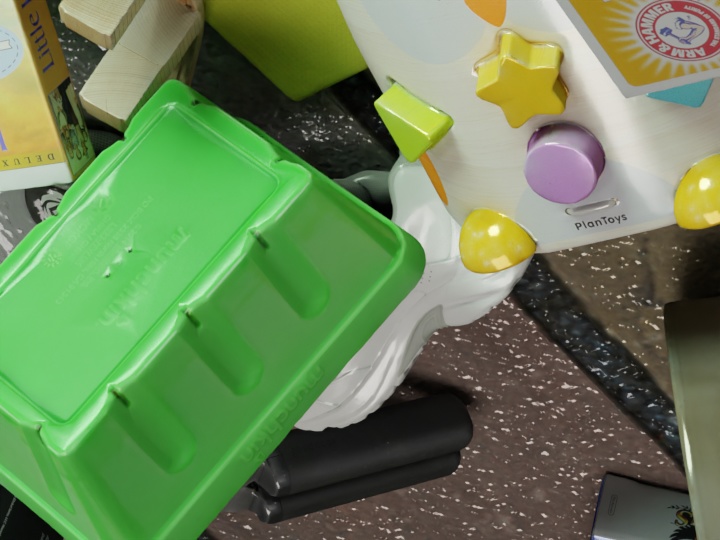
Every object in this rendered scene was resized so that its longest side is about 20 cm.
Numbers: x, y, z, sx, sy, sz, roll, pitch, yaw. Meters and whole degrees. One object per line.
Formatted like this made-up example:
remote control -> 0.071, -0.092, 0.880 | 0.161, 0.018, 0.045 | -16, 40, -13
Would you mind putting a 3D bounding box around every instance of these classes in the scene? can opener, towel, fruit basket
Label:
can opener -> -0.044, 0.090, 1.357 | 0.200, 0.067, 0.053 | -13, 150, -23
towel -> 0.010, -0.137, 1.133 | 0.086, 0.018, 0.200 | 43, 137, -22
fruit basket -> -0.080, 0.035, 1.198 | 0.155, 0.216, 0.216 | 35, 152, 30

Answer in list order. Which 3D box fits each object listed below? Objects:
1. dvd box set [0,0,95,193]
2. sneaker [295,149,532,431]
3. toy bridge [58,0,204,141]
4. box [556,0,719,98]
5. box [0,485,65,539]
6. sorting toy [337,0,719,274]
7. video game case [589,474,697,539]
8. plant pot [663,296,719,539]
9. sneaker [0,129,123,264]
dvd box set -> -0.211, -0.125, 1.157 | 0.146, 0.029, 0.200 | -5, 115, 23
sneaker -> 0.000, 0.000, 1.270 | 0.099, 0.078, 0.200 | 36, 131, -12
toy bridge -> -0.094, -0.093, 1.168 | 0.027, 0.067, 0.200 | 29, 164, 10
box -> 0.123, -0.172, 0.890 | 0.101, 0.200, 0.113 | -12, 134, 33
box -> -0.215, 0.173, 1.520 | 0.148, 0.124, 0.200 | -5, 136, 27
sorting toy -> 0.067, -0.101, 1.069 | 0.200, 0.107, 0.180 | -13, 131, 28
video game case -> 0.207, 0.202, 1.454 | 0.181, 0.045, 0.200 | 11, 142, 7
plant pot -> 0.240, 0.097, 1.216 | 0.173, 0.200, 0.200 | -11, 137, 8
sneaker -> -0.118, 0.000, 1.308 | 0.115, 0.075, 0.200 | -20, 128, 36
